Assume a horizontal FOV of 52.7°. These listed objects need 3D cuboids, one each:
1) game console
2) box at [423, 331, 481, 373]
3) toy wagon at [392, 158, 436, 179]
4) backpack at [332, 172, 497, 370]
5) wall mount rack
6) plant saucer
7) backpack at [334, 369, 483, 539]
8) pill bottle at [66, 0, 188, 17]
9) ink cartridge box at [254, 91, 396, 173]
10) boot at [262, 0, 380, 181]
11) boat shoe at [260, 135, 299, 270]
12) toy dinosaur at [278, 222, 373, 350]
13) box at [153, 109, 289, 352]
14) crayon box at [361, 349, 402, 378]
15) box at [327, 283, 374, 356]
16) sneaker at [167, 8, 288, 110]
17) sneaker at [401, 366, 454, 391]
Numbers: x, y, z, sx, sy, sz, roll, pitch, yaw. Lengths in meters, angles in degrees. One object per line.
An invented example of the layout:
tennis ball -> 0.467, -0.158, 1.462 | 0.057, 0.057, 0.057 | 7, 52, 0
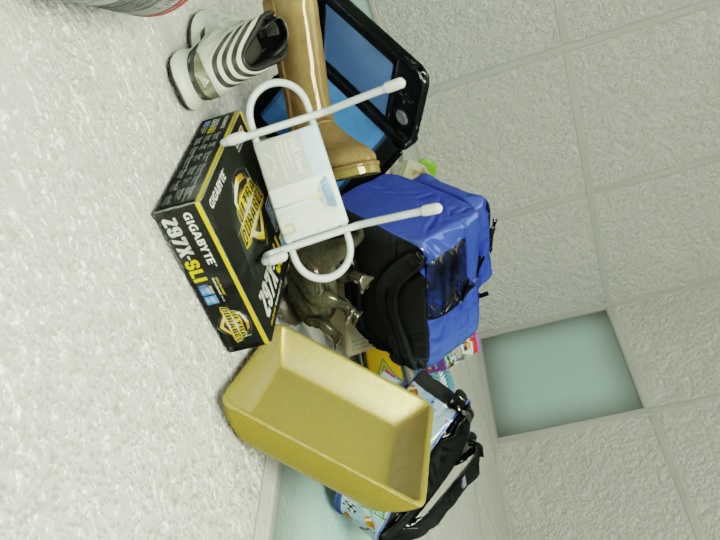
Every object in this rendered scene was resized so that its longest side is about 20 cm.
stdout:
game console -> -0.035, -0.202, 0.840 | 0.200, 0.116, 0.176 | 46, -22, 17
box -> 0.112, 0.037, 1.060 | 0.137, 0.039, 0.202 | -12, 87, -59
toy wagon -> 0.105, -0.056, 1.015 | 0.200, 0.039, 0.156 | 53, 34, -26
backpack -> 0.072, 0.005, 0.841 | 0.162, 0.167, 0.201 | 34, -40, 44
wall mount rack -> -0.028, -0.089, 0.675 | 0.075, 0.172, 0.202 | -124, -165, -79
plant saucer -> -0.029, 0.148, 0.718 | 0.049, 0.199, 0.200 | -61, 180, 18
backpack -> 0.047, 0.228, 0.879 | 0.191, 0.153, 0.200 | -57, 153, -20
pill bottle -> -0.186, -0.242, 0.494 | 0.200, 0.115, 0.117 | -58, 132, -74
ink cartridge box -> -0.041, -0.173, 1.012 | 0.200, 0.143, 0.148 | -9, 84, -78
boot -> -0.049, -0.196, 0.773 | 0.175, 0.066, 0.202 | 14, -65, 58
boat shoe -> -0.091, -0.058, 0.872 | 0.076, 0.071, 0.201 | -34, 104, -60
toy dinosaur -> -0.045, 0.019, 0.786 | 0.077, 0.102, 0.201 | -53, 168, -32
box -> -0.124, -0.044, 0.716 | 0.201, 0.049, 0.161 | -86, 160, -56
crayon box -> 0.037, 0.176, 1.114 | 0.126, 0.051, 0.202 | 94, -15, -74
box -> 0.000, 0.000, 0.951 | 0.078, 0.094, 0.201 | 40, -39, 51
sneaker -> -0.124, -0.240, 0.777 | 0.201, 0.114, 0.076 | -88, 160, -53
sneaker -> 0.081, 0.109, 1.119 | 0.081, 0.076, 0.202 | -1, -77, 64
